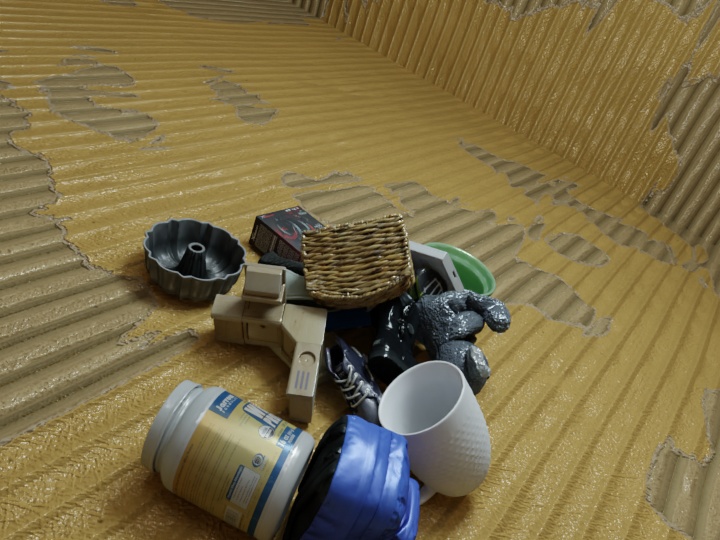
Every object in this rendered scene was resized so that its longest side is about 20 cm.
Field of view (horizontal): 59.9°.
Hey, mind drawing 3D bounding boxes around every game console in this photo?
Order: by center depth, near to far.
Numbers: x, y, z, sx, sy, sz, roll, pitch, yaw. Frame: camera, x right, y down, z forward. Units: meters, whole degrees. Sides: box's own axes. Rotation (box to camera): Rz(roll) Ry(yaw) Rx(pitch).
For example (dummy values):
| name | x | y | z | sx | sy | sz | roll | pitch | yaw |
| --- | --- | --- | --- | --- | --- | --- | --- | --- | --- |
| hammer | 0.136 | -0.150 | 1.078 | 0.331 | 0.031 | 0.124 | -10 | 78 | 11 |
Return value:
| name | x | y | z | sx | sy | sz | roll | pitch | yaw |
| --- | --- | --- | --- | --- | --- | --- | --- | --- | --- |
| game console | 0.008 | 0.096 | 1.279 | 0.172 | 0.117 | 0.201 | 50 | 15 | -25 |

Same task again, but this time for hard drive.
| name | x | y | z | sx | sy | sz | roll | pitch | yaw |
| --- | --- | --- | --- | --- | --- | --- | --- | --- | --- |
| hard drive | 0.115 | -0.015 | 1.314 | 0.197 | 0.133 | 0.027 | 20 | 65 | 38 |

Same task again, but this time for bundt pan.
| name | x | y | z | sx | sy | sz | roll | pitch | yaw |
| --- | --- | --- | --- | --- | --- | --- | --- | --- | --- |
| bundt pan | -0.322 | -0.014 | 1.205 | 0.197 | 0.077 | 0.204 | 16 | 32 | -10 |

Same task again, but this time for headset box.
| name | x | y | z | sx | sy | sz | roll | pitch | yaw |
| --- | --- | --- | --- | --- | --- | --- | --- | --- | --- |
| headset box | -0.126 | -0.051 | 1.387 | 0.199 | 0.076 | 0.147 | 38 | 33 | 24 |

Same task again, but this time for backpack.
| name | x | y | z | sx | sy | sz | roll | pitch | yaw |
| --- | --- | --- | --- | --- | --- | --- | --- | --- | --- |
| backpack | -0.002 | 0.298 | 0.816 | 0.164 | 0.203 | 0.164 | 18 | 30 | -6 |

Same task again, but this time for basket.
| name | x | y | z | sx | sy | sz | roll | pitch | yaw |
| --- | --- | --- | --- | --- | --- | --- | --- | --- | --- |
| basket | 0.000 | 0.000 | 1.138 | 0.194 | 0.149 | 0.147 | -10 | 74 | 3 |

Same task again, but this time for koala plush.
| name | x | y | z | sx | sy | sz | roll | pitch | yaw |
| --- | --- | --- | --- | --- | --- | --- | --- | --- | --- |
| koala plush | 0.182 | 0.157 | 1.181 | 0.180 | 0.178 | 0.203 | 22 | 42 | -21 |

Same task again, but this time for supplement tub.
| name | x | y | z | sx | sy | sz | roll | pitch | yaw |
| --- | --- | --- | --- | --- | --- | --- | --- | --- | --- |
| supplement tub | -0.174 | 0.248 | 0.835 | 0.196 | 0.147 | 0.145 | 25 | 31 | 5 |

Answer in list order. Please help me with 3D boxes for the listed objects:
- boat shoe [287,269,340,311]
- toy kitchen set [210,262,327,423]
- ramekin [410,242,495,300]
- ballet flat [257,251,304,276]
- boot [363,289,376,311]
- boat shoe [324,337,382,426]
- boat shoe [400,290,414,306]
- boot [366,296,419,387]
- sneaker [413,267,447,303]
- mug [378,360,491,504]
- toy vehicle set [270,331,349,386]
| name | x | y | z | sx | sy | sz | roll | pitch | yaw |
| --- | --- | --- | --- | --- | --- | --- | --- | --- | --- |
| boat shoe | -0.120 | 0.045 | 1.207 | 0.194 | 0.061 | 0.077 | 9 | 50 | 8 |
| toy kitchen set | -0.160 | 0.113 | 1.023 | 0.194 | 0.166 | 0.183 | 7 | 47 | 0 |
| ramekin | 0.205 | 0.033 | 1.450 | 0.195 | 0.099 | 0.202 | 17 | 31 | -10 |
| ballet flat | -0.129 | -0.006 | 1.275 | 0.196 | 0.067 | 0.057 | 13 | 56 | 29 |
| boot | 0.020 | -0.015 | 1.253 | 0.143 | 0.073 | 0.200 | -35 | 41 | -12 |
| boat shoe | -0.009 | 0.203 | 1.047 | 0.093 | 0.074 | 0.201 | 41 | 13 | -37 |
| boat shoe | 0.077 | 0.030 | 1.281 | 0.075 | 0.066 | 0.200 | 51 | 14 | -16 |
| boot | 0.092 | 0.149 | 1.130 | 0.200 | 0.075 | 0.170 | 46 | 36 | -25 |
| sneaker | 0.141 | 0.068 | 1.309 | 0.074 | 0.202 | 0.080 | -42 | 45 | -20 |
| mug | 0.109 | 0.274 | 0.965 | 0.199 | 0.178 | 0.146 | -40 | 28 | -20 |
| toy vehicle set | -0.111 | 0.127 | 1.175 | 0.199 | 0.027 | 0.123 | 40 | 35 | 26 |
